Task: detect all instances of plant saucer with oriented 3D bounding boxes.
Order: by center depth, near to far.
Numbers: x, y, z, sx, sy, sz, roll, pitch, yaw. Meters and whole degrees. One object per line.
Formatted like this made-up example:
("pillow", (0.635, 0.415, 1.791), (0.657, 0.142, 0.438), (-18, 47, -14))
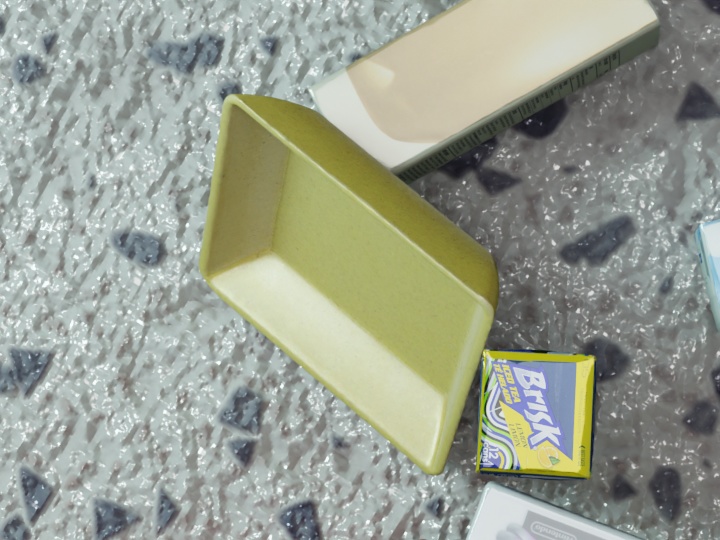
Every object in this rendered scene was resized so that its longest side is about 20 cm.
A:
("plant saucer", (0.000, 0.000, 1.538), (0.200, 0.200, 0.048), (39, 61, 15))

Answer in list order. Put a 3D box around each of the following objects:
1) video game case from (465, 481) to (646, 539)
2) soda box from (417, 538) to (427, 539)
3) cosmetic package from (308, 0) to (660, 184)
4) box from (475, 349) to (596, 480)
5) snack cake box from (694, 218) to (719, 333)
("video game case", (0.131, 0.236, 1.458), (0.199, 0.023, 0.183), (20, 90, 7))
("soda box", (-0.048, 0.217, 1.588), (0.199, 0.070, 0.064), (-17, 85, 5))
("cosmetic package", (0.075, -0.121, 1.574), (0.199, 0.105, 0.071), (-29, 85, 3))
("box", (0.102, 0.082, 1.513), (0.064, 0.200, 0.070), (3, 87, 6))
("snack cake box", (0.298, -0.016, 1.539), (0.199, 0.115, 0.067), (-13, 86, 5))
